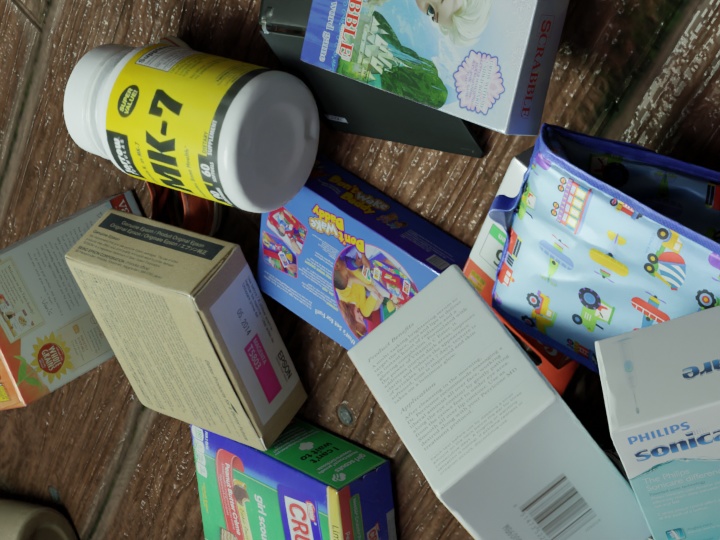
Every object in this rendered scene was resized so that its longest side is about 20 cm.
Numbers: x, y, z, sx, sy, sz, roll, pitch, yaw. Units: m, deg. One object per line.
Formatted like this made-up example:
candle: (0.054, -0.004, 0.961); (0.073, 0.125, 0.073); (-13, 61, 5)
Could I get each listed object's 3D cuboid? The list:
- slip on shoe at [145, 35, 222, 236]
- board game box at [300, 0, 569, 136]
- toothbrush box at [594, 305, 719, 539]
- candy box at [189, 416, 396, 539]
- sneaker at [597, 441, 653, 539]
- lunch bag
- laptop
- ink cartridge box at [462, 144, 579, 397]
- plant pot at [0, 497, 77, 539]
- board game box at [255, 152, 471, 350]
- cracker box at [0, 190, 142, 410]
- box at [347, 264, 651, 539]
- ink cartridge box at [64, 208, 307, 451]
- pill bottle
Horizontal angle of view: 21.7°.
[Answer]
slip on shoe: (-0.162, -0.110, 1.661); (0.074, 0.061, 0.201); (28, 130, 37)
board game box: (0.059, -0.217, 1.307); (0.199, 0.041, 0.202); (23, 107, 37)
toothbrush box: (0.250, 0.120, 1.222); (0.145, 0.086, 0.201); (-18, 131, 13)
candy box: (-0.060, 0.227, 1.748); (0.199, 0.077, 0.170); (19, 125, 39)
sneaker: (0.185, 0.158, 1.452); (0.085, 0.078, 0.200); (-49, 63, 13)
lunch bag: (0.178, -0.003, 1.276); (0.199, 0.094, 0.151); (22, 132, 11)
laptop: (0.017, -0.201, 1.445); (0.176, 0.103, 0.202); (14, 98, 42)
ink cartridge box: (0.135, 0.010, 1.413); (0.109, 0.050, 0.201); (43, 137, 20)
plant pot: (-0.421, 0.334, 2.150); (0.174, 0.200, 0.202); (-12, 105, 33)
board game box: (0.000, 0.000, 1.562); (0.199, 0.045, 0.135); (34, 135, 30)
cracker box: (-0.275, 0.026, 1.759); (0.058, 0.199, 0.135); (-12, 104, 52)
box: (0.098, 0.118, 1.337); (0.152, 0.106, 0.200); (50, -177, -31)
ink cartridge box: (-0.154, 0.053, 1.689); (0.164, 0.075, 0.201); (15, 141, 36)
pill bottle: (-0.141, -0.122, 1.539); (0.199, 0.114, 0.115); (17, 125, 36)
